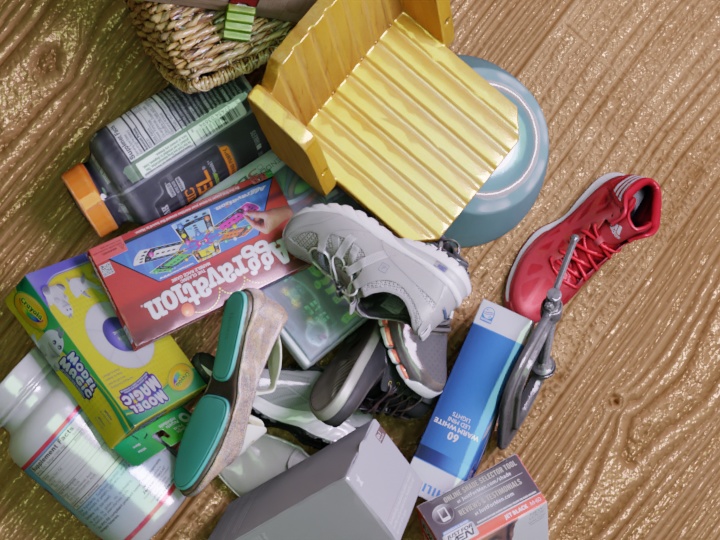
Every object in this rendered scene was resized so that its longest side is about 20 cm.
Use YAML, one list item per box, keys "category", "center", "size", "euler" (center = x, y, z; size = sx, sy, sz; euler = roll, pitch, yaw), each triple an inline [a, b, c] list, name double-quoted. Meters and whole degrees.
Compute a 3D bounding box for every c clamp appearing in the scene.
- category: "c clamp"
  center: [0.178, 0.087, 1.244]
  size: [0.027, 0.201, 0.172]
  euler: [22, 59, 15]

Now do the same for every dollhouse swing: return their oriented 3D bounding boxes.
- category: "dollhouse swing"
  center: [0.037, -0.151, 1.126]
  size: [0.175, 0.182, 0.200]
  euler: [38, 82, 17]

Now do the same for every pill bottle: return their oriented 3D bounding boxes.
- category: "pill bottle"
  center: [-0.189, -0.114, 1.208]
  size: [0.199, 0.106, 0.107]
  euler: [-34, 95, -9]
- category: "pill bottle"
  center: [-0.261, 0.169, 1.185]
  size: [0.200, 0.109, 0.109]
  euler: [43, 82, -6]

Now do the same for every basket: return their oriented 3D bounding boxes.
- category: "basket"
  center: [-0.117, -0.256, 1.204]
  size: [0.198, 0.143, 0.150]
  euler: [-28, 91, -16]

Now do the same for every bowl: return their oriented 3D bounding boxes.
- category: "bowl"
  center: [0.112, -0.128, 1.266]
  size: [0.198, 0.105, 0.204]
  euler: [0, 88, -10]

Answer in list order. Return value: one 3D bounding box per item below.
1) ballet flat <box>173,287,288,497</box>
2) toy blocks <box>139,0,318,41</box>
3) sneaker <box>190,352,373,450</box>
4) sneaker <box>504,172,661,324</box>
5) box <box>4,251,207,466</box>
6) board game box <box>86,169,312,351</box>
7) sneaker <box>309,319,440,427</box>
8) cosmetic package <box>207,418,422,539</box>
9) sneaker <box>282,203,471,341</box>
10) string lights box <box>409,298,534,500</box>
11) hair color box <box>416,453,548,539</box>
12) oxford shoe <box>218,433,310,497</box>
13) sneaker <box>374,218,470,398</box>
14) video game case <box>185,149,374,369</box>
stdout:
- category: "ballet flat"
  center: [-0.112, 0.119, 1.163]
  size: [0.067, 0.068, 0.203]
  euler: [21, 86, -36]
- category: "toy blocks"
  center: [-0.106, -0.266, 1.064]
  size: [0.197, 0.137, 0.102]
  euler: [5, 83, -13]
- category: "sneaker"
  center: [-0.076, 0.121, 1.246]
  size: [0.198, 0.074, 0.080]
  euler: [23, 73, -14]
- category: "sneaker"
  center: [0.231, -0.028, 1.279]
  size: [0.078, 0.115, 0.201]
  euler: [39, 82, -7]
- category: "box"
  center: [-0.230, 0.080, 1.171]
  size: [0.048, 0.117, 0.201]
  euler: [-40, 84, 32]
- category: "board game box"
  center: [-0.149, -0.012, 1.192]
  size: [0.198, 0.019, 0.104]
  euler: [-26, 85, -22]
- category: "sneaker"
  center: [0.024, 0.114, 1.203]
  size: [0.075, 0.200, 0.106]
  euler: [-37, 97, 27]
- category: "cosmetic package"
  center: [-0.048, 0.234, 1.157]
  size: [0.199, 0.107, 0.091]
  euler: [-30, 102, 28]
- category: "sneaker"
  center: [0.000, 0.000, 1.141]
  size: [0.198, 0.075, 0.082]
  euler: [21, 60, 33]
- category: "string lights box"
  center: [0.110, 0.138, 1.253]
  size: [0.058, 0.103, 0.202]
  euler: [23, 84, 12]
- category: "hair color box"
  center: [0.124, 0.275, 1.214]
  size: [0.110, 0.201, 0.064]
  euler: [-26, 51, -10]
- category: "oxford shoe"
  center: [-0.059, 0.225, 1.248]
  size: [0.199, 0.058, 0.076]
  euler: [34, 87, -6]
- category: "sneaker"
  center: [0.065, 0.018, 1.193]
  size: [0.081, 0.077, 0.203]
  euler: [-15, 77, 30]
- category: "video game case"
  center: [-0.048, -0.035, 1.250]
  size: [0.181, 0.023, 0.201]
  euler: [-38, 87, -16]
